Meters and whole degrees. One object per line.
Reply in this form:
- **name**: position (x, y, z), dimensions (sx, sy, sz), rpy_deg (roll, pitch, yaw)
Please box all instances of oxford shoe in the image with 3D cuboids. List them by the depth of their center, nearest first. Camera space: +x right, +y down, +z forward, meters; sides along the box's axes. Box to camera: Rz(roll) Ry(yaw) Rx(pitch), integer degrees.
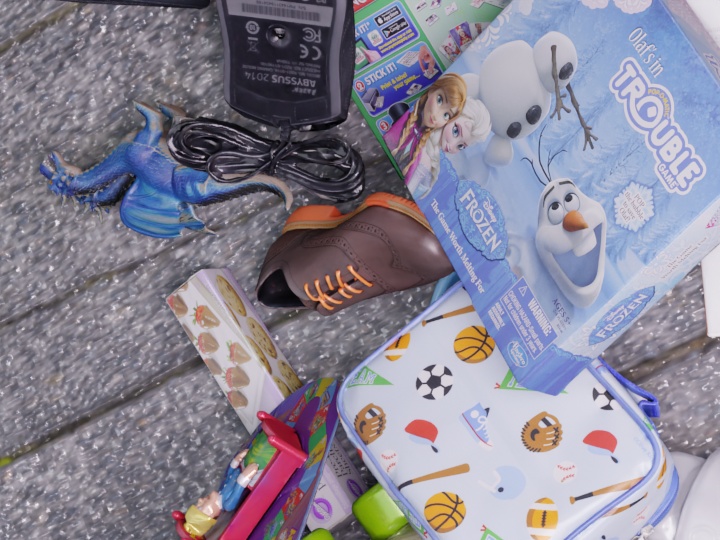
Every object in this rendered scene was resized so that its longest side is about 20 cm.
- **oxford shoe**: position (0.000, 0.000, 1.419), dimensions (0.071, 0.073, 0.200), rpy_deg (45, 157, -19)

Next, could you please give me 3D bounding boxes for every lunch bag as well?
- **lunch bag**: position (0.093, 0.104, 1.329), dimensions (0.160, 0.076, 0.200), rpy_deg (-38, 58, -3)

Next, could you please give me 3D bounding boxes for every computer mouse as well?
- **computer mouse**: position (-0.052, -0.147, 1.425), dimensions (0.138, 0.053, 0.200), rpy_deg (13, 125, 9)

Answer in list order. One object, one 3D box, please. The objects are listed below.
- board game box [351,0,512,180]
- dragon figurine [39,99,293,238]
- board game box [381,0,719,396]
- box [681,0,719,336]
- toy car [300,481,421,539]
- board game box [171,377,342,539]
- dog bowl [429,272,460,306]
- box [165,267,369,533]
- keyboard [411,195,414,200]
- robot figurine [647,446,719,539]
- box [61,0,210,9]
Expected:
- **board game box**: position (0.065, -0.152, 1.397), dimensions (0.200, 0.029, 0.135), rpy_deg (-25, 99, 43)
- **dragon figurine**: position (-0.129, -0.054, 1.532), dimensions (0.200, 0.059, 0.100), rpy_deg (27, 104, 23)
- **board game box**: position (0.125, -0.068, 1.274), dimensions (0.199, 0.043, 0.200), rpy_deg (-45, 53, 24)
- **box**: position (0.259, -0.067, 1.308), dimensions (0.097, 0.124, 0.201), rpy_deg (-5, 90, 26)
- **toy car**: position (0.006, 0.246, 1.446), dimensions (0.164, 0.158, 0.200), rpy_deg (53, 150, 6)
- **board game box**: position (-0.080, 0.145, 1.405), dimensions (0.039, 0.200, 0.158), rpy_deg (33, 142, -18)
- **dog bowl**: position (0.083, 0.068, 1.439), dimensions (0.111, 0.050, 0.201), rpy_deg (23, 104, 22)
- **box**: position (-0.062, 0.089, 1.519), dimensions (0.039, 0.041, 0.200), rpy_deg (-38, 76, 23)
- **keyboard**: position (0.125, -0.073, 1.435), dimensions (0.200, 0.011, 0.056), rpy_deg (-29, 80, 25)
- **robot figurine**: position (0.263, 0.172, 1.323), dimensions (0.200, 0.113, 0.170), rpy_deg (14, 143, 27)
- **box**: position (-0.189, -0.255, 1.472), dimensions (0.107, 0.200, 0.149), rpy_deg (5, 95, 25)
